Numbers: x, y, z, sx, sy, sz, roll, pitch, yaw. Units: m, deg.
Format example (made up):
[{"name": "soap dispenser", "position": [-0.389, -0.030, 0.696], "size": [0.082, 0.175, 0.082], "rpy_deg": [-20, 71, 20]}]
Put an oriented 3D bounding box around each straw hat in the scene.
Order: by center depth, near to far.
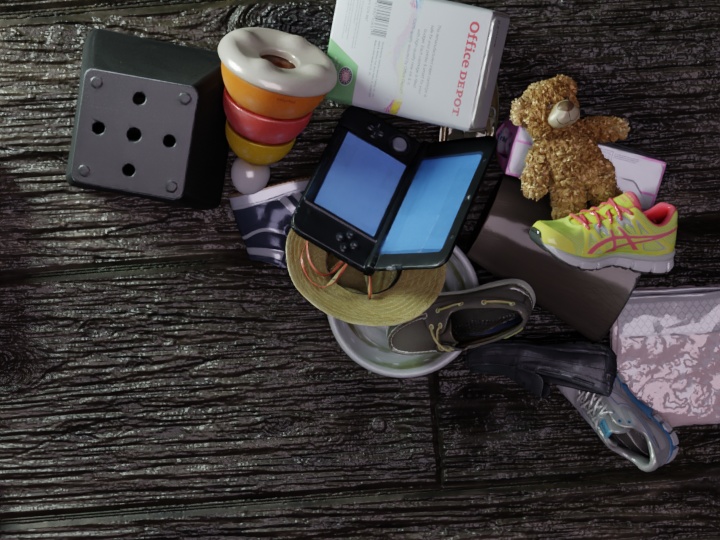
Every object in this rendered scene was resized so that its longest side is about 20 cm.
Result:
[{"name": "straw hat", "position": [0.000, 0.000, 1.704], "size": [0.200, 0.085, 0.202], "rpy_deg": [5, 62, -10]}]

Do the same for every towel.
[{"name": "towel", "position": [0.428, 0.114, 1.812], "size": [0.199, 0.032, 0.192], "rpy_deg": [-4, 102, 2]}]

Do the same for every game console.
[{"name": "game console", "position": [0.040, -0.105, 1.646], "size": [0.175, 0.116, 0.201], "rpy_deg": [30, 60, -8]}]

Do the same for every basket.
[{"name": "basket", "position": [0.245, -0.029, 1.733], "size": [0.199, 0.136, 0.181], "rpy_deg": [26, 116, -1]}]

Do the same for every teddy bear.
[{"name": "teddy bear", "position": [0.252, -0.129, 1.626], "size": [0.144, 0.067, 0.201], "rpy_deg": [-6, 103, -1]}]

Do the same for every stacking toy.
[{"name": "stacking toy", "position": [-0.121, -0.179, 1.667], "size": [0.145, 0.146, 0.201], "rpy_deg": [18, 121, -4]}]

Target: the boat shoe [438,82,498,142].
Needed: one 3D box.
[{"name": "boat shoe", "position": [0.131, -0.160, 1.738], "size": [0.073, 0.063, 0.202], "rpy_deg": [15, 101, -3]}]

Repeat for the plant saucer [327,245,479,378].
[{"name": "plant saucer", "position": [0.055, 0.037, 1.785], "size": [0.199, 0.050, 0.202], "rpy_deg": [0, 102, 0]}]

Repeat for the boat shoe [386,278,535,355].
[{"name": "boat shoe", "position": [0.119, 0.066, 1.715], "size": [0.201, 0.060, 0.072], "rpy_deg": [-18, 112, 21]}]

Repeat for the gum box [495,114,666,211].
[{"name": "gum box", "position": [0.266, -0.136, 1.717], "size": [0.199, 0.114, 0.067], "rpy_deg": [15, 101, -4]}]

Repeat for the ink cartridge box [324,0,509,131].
[{"name": "ink cartridge box", "position": [0.067, -0.260, 1.677], "size": [0.199, 0.087, 0.146], "rpy_deg": [15, 102, 18]}]

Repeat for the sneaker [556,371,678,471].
[{"name": "sneaker", "position": [0.320, 0.181, 1.774], "size": [0.200, 0.087, 0.075], "rpy_deg": [41, 117, 14]}]

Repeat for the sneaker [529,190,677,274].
[{"name": "sneaker", "position": [0.284, -0.052, 1.595], "size": [0.199, 0.078, 0.091], "rpy_deg": [2, 115, -28]}]

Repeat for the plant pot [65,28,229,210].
[{"name": "plant pot", "position": [-0.260, -0.174, 1.677], "size": [0.199, 0.177, 0.201], "rpy_deg": [10, 102, -3]}]

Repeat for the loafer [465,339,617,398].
[{"name": "loafer", "position": [0.228, 0.128, 1.767], "size": [0.199, 0.068, 0.071], "rpy_deg": [1, 74, 23]}]

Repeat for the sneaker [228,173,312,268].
[{"name": "sneaker", "position": [-0.061, -0.066, 1.752], "size": [0.199, 0.070, 0.109], "rpy_deg": [-11, 97, 9]}]
